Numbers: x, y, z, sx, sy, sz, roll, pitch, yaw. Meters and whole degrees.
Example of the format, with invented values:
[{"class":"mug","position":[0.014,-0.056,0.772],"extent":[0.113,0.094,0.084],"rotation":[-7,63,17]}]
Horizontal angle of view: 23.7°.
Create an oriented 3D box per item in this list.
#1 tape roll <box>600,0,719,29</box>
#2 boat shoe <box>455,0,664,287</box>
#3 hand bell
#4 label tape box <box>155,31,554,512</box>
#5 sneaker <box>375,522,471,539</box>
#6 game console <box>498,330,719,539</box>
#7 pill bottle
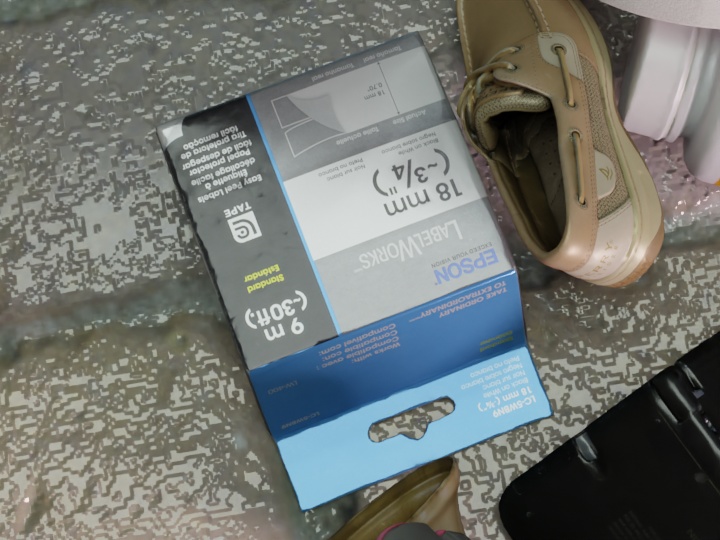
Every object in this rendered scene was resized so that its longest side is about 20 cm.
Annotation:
[{"class":"tape roll","position":[0.190,-0.183,0.857],"extent":[0.202,0.037,0.203],"rotation":[-3,36,2]},{"class":"boat shoe","position":[0.085,-0.083,0.847],"extent":[0.064,0.071,0.200],"rotation":[9,46,-37]},{"class":"hand bell","position":[0.066,0.199,0.821],"extent":[0.104,0.104,0.200],"rotation":[-39,94,-9]},{"class":"label tape box","position":[0.000,0.000,0.861],"extent":[0.144,0.063,0.201],"rotation":[-21,79,-5]},{"class":"sneaker","position":[0.076,0.176,0.761],"extent":[0.199,0.079,0.096],"rotation":[18,96,-30]},{"class":"game console","position":[0.201,0.139,0.858],"extent":[0.176,0.116,0.200],"rotation":[-40,79,22]},{"class":"pill bottle","position":[0.235,-0.085,0.860],"extent":[0.199,0.109,0.110],"rotation":[14,78,2]}]
